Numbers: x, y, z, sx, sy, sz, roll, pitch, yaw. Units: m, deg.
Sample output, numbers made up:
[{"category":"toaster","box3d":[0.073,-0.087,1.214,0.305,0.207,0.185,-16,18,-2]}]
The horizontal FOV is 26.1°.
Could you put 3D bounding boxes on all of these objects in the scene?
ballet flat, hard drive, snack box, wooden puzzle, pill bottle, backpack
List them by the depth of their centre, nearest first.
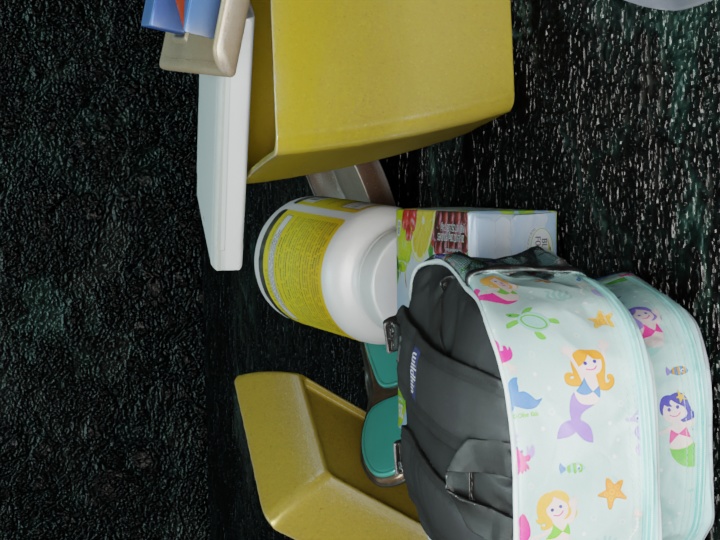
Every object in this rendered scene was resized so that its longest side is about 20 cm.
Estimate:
[{"category":"backpack","box3d":[0.096,0.082,0.787,0.200,0.150,0.178,-118,26,-80]},{"category":"wooden puzzle","box3d":[-0.105,-0.226,1.040,0.200,0.046,0.186,-156,76,-71]},{"category":"snack box","box3d":[0.077,0.041,1.078,0.200,0.067,0.169,-162,71,-79]},{"category":"hard drive","box3d":[-0.103,-0.119,1.164,0.132,0.026,0.201,-110,21,-57]},{"category":"pill bottle","box3d":[0.000,0.000,1.277,0.200,0.112,0.113,13,105,62]},{"category":"ballet flat","box3d":[0.039,0.114,1.287,0.200,0.068,0.068,-89,-24,-49]}]

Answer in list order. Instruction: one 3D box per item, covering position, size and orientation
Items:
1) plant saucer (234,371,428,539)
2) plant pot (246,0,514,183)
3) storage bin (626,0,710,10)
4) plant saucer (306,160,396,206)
[{"category":"plant saucer","box3d":[-0.001,0.169,1.279,0.048,0.200,0.200,-48,29,17]},{"category":"plant pot","box3d":[0.007,-0.173,1.117,0.200,0.176,0.201,165,103,-79]},{"category":"storage bin","box3d":[0.141,-0.197,0.625,0.135,0.145,0.200,-65,11,-3]},{"category":"plant saucer","box3d":[-0.011,-0.083,1.436,0.200,0.032,0.200,60,167,23]}]
